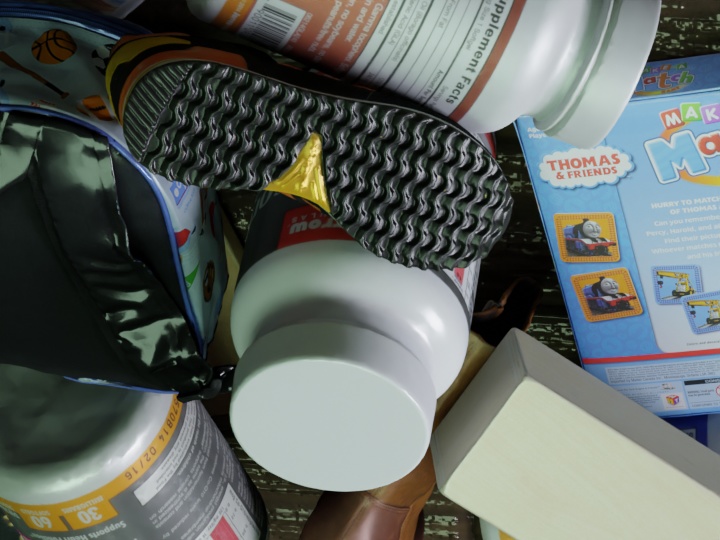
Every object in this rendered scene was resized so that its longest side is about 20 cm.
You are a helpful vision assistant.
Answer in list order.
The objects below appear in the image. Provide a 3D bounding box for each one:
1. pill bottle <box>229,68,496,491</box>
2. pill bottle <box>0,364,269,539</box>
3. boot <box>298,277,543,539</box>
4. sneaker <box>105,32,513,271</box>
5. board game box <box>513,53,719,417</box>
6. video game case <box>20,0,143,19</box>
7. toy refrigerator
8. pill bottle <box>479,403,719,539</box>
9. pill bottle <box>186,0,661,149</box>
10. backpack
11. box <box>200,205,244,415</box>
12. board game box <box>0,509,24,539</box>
[{"bbox_3d":[0.000,0.000,1.346,0.115,0.201,0.116,5,136,5],"label":"pill bottle"},{"bbox_3d":[-0.116,0.125,1.466,0.116,0.117,0.200,-9,136,20],"label":"pill bottle"},{"bbox_3d":[0.033,0.083,1.503,0.068,0.188,0.201,35,109,13],"label":"boot"},{"bbox_3d":[-0.023,-0.064,1.262,0.199,0.090,0.070,18,109,-26],"label":"sneaker"},{"bbox_3d":[0.171,-0.015,1.398,0.150,0.037,0.201,-6,127,17],"label":"board game box"},{"bbox_3d":[-0.225,-0.146,1.371,0.182,0.022,0.200,35,132,-24],"label":"video game case"},{"bbox_3d":[0.138,0.117,1.392,0.199,0.070,0.076,31,107,-15],"label":"toy refrigerator"},{"bbox_3d":[0.171,0.116,1.497,0.199,0.112,0.112,-9,133,19],"label":"pill bottle"},{"bbox_3d":[0.030,-0.131,1.269,0.199,0.113,0.112,22,136,-12],"label":"pill bottle"},{"bbox_3d":[-0.150,-0.042,1.338,0.199,0.155,0.191,4,145,6],"label":"backpack"},{"bbox_3d":[-0.134,0.010,1.515,0.163,0.021,0.200,-8,134,20],"label":"box"},{"bbox_3d":[-0.167,0.080,1.507,0.135,0.035,0.201,-28,132,-4],"label":"board game box"}]
